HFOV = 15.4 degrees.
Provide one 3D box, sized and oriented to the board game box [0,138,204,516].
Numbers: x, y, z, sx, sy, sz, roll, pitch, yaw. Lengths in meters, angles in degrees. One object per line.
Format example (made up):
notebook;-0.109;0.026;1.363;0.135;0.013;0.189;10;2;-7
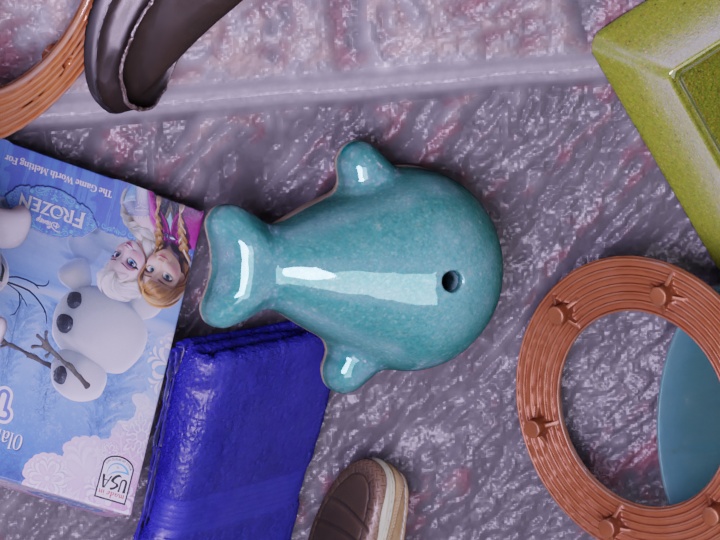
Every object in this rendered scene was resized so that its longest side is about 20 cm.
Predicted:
board game box;-0.211;0.028;1.622;0.199;0.043;0.200;19;77;-25

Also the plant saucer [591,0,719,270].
plant saucer;0.280;-0.115;1.715;0.199;0.048;0.200;-32;113;3

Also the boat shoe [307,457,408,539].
boat shoe;0.003;0.214;1.795;0.076;0.072;0.201;5;119;-27

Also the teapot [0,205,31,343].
teapot;-0.265;0.010;1.466;0.146;0.197;0.200;28;74;-5

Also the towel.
towel;-0.088;0.127;1.720;0.147;0.049;0.201;-11;123;-52

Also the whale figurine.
whale figurine;0.000;0.000;1.655;0.199;0.104;0.160;2;97;-31

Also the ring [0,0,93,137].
ring;-0.200;-0.166;1.550;0.019;0.200;0.201;30;109;26

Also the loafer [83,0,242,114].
loafer;-0.101;-0.177;1.594;0.071;0.073;0.201;32;107;22

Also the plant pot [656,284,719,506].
plant pot;0.313;0.105;1.737;0.160;0.201;0.201;-1;113;-27

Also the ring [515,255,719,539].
ring;0.178;0.090;1.717;0.019;0.200;0.201;-17;123;-50
